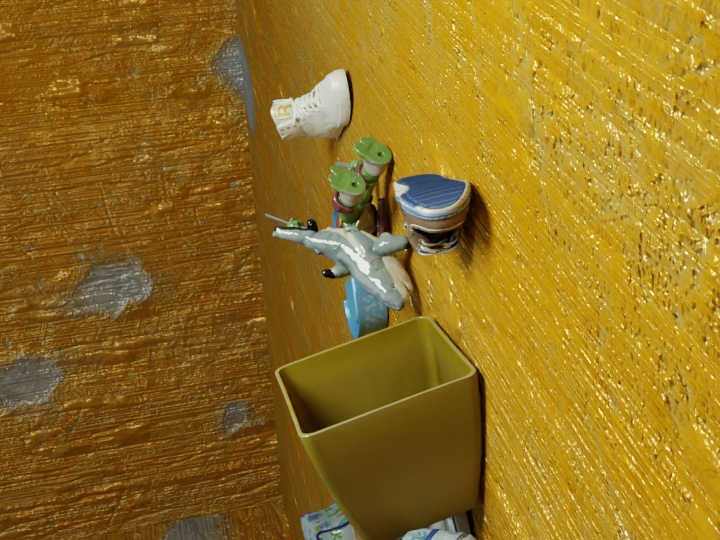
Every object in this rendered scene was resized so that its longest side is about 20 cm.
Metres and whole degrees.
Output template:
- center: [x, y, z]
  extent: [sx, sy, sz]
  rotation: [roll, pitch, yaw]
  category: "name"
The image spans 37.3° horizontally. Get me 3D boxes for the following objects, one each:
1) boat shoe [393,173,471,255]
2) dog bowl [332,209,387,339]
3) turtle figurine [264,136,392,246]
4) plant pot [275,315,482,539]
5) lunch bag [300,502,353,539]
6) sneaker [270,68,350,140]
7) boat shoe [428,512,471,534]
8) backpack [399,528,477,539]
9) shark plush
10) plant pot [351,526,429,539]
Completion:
- center: [0.079, -0.055, 1.102]
  extent: [0.200, 0.072, 0.073]
  rotation: [-100, -1, -78]
  category: "boat shoe"
- center: [0.000, 0.000, 1.603]
  extent: [0.111, 0.049, 0.201]
  rotation: [137, 124, -78]
  category: "dog bowl"
- center: [-0.039, -0.104, 1.458]
  extent: [0.201, 0.143, 0.194]
  rotation: [65, 156, 24]
  category: "turtle figurine"
- center: [0.033, 0.192, 1.224]
  extent: [0.200, 0.199, 0.177]
  rotation: [-129, 21, -70]
  category: "plant pot"
- center: [-0.030, 0.559, 2.037]
  extent: [0.170, 0.127, 0.201]
  rotation: [179, 70, -77]
  category: "lunch bag"
- center: [-0.081, -0.250, 1.664]
  extent: [0.200, 0.115, 0.074]
  rotation: [121, 141, -72]
  category: "sneaker"
- center: [0.090, 0.359, 1.295]
  extent: [0.075, 0.086, 0.203]
  rotation: [-129, 32, -70]
  category: "boat shoe"
- center: [0.083, 0.378, 1.144]
  extent: [0.163, 0.153, 0.201]
  rotation: [11, -112, -62]
  category: "backpack"
- center: [-0.019, -0.020, 1.369]
  extent: [0.083, 0.199, 0.091]
  rotation: [-58, -4, -34]
  category: "shark plush"
- center: [0.047, 0.377, 1.530]
  extent: [0.201, 0.092, 0.202]
  rotation: [171, 90, -80]
  category: "plant pot"
